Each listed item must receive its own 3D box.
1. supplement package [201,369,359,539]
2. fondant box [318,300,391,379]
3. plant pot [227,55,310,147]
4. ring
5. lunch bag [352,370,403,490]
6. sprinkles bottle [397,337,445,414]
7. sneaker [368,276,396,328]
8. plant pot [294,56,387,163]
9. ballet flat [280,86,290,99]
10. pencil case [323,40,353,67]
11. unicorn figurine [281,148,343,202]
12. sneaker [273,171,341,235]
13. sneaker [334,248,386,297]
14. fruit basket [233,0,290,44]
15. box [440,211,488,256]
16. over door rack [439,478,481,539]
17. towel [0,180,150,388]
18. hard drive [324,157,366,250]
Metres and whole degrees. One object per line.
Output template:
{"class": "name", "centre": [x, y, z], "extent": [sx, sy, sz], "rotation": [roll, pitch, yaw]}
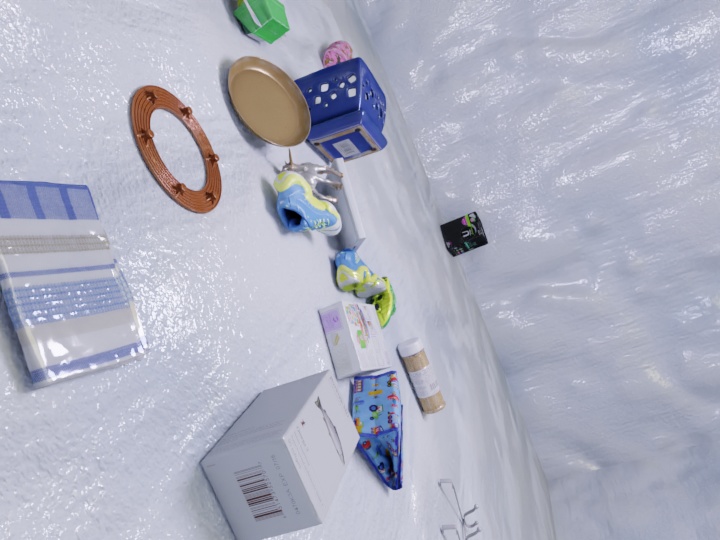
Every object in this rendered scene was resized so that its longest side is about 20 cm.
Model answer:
{"class": "supplement package", "centre": [-0.093, 0.232, 0.765], "extent": [0.118, 0.117, 0.200], "rotation": [66, 17, -8]}
{"class": "fondant box", "centre": [-0.006, 0.145, 1.236], "extent": [0.200, 0.058, 0.145], "rotation": [19, 52, -70]}
{"class": "plant pot", "centre": [-0.184, -0.333, 1.179], "extent": [0.199, 0.027, 0.202], "rotation": [23, 56, -38]}
{"class": "ring", "centre": [-0.264, -0.182, 0.878], "extent": [0.201, 0.019, 0.201], "rotation": [56, 22, -37]}
{"class": "lunch bag", "centre": [0.051, 0.330, 1.188], "extent": [0.151, 0.093, 0.201], "rotation": [-88, 164, -53]}
{"class": "sprinkles bottle", "centre": [0.166, 0.284, 1.590], "extent": [0.201, 0.068, 0.068], "rotation": [68, 17, -6]}
{"class": "sneaker", "centre": [0.063, 0.089, 1.485], "extent": [0.084, 0.074, 0.200], "rotation": [58, 20, -23]}
{"class": "plant pot", "centre": [-0.044, -0.394, 1.518], "extent": [0.200, 0.199, 0.181], "rotation": [34, 46, -62]}
{"class": "ballet flat", "centre": [-0.178, -0.381, 1.288], "extent": [0.073, 0.073, 0.200], "rotation": [65, 18, -15]}
{"class": "pencil case", "centre": [-0.074, -0.714, 1.972], "extent": [0.200, 0.086, 0.083], "rotation": [-77, 173, -61]}
{"class": "unicorn figurine", "centre": [-0.106, -0.203, 1.282], "extent": [0.136, 0.074, 0.200], "rotation": [20, 7, -11]}
{"class": "sneaker", "centre": [-0.109, -0.103, 1.178], "extent": [0.200, 0.075, 0.106], "rotation": [41, 42, -44]}
{"class": "sneaker", "centre": [0.000, 0.000, 1.391], "extent": [0.200, 0.075, 0.106], "rotation": [25, 46, -66]}
{"class": "fruit basket", "centre": [-0.253, -0.621, 1.341], "extent": [0.201, 0.094, 0.185], "rotation": [54, 17, 2]}
{"class": "box", "centre": [0.536, -0.186, 3.047], "extent": [0.124, 0.199, 0.150], "rotation": [39, 35, -57]}
{"class": "over door rack", "centre": [0.266, 0.645, 1.490], "extent": [0.201, 0.066, 0.148], "rotation": [61, 18, -26]}
{"class": "towel", "centre": [-0.289, 0.007, 0.577], "extent": [0.201, 0.024, 0.147], "rotation": [68, 19, 2]}
{"class": "hard drive", "centre": [-0.039, -0.148, 1.409], "extent": [0.132, 0.026, 0.201], "rotation": [130, -55, -68]}
